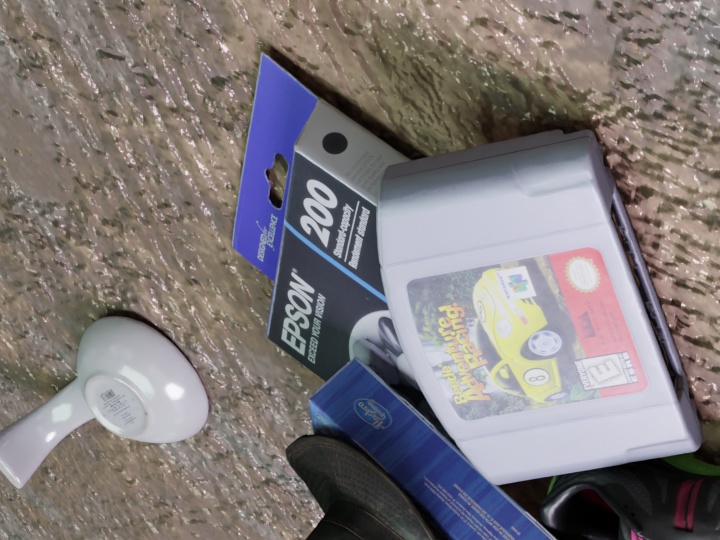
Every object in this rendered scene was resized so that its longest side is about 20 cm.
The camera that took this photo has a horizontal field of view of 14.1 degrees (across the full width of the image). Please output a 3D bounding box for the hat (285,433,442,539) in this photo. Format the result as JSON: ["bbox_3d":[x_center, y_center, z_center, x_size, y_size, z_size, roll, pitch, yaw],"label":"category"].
[{"bbox_3d":[0.005,0.191,1.635,0.201,0.081,0.201,45,162,18],"label":"hat"}]

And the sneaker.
[{"bbox_3d":[0.178,0.139,1.536,0.200,0.084,0.077,9,134,46],"label":"sneaker"}]

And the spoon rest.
[{"bbox_3d":[-0.173,0.087,1.944,0.200,0.061,0.099,-27,107,45],"label":"spoon rest"}]

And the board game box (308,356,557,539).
[{"bbox_3d":[0.056,0.168,1.672,0.200,0.043,0.199,42,162,23],"label":"board game box"}]

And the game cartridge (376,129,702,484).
[{"bbox_3d":[0.086,0.024,1.504,0.133,0.041,0.200,-9,124,23],"label":"game cartridge"}]

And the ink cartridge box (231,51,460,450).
[{"bbox_3d":[0.000,0.000,1.631,0.200,0.043,0.198,37,149,16],"label":"ink cartridge box"}]
